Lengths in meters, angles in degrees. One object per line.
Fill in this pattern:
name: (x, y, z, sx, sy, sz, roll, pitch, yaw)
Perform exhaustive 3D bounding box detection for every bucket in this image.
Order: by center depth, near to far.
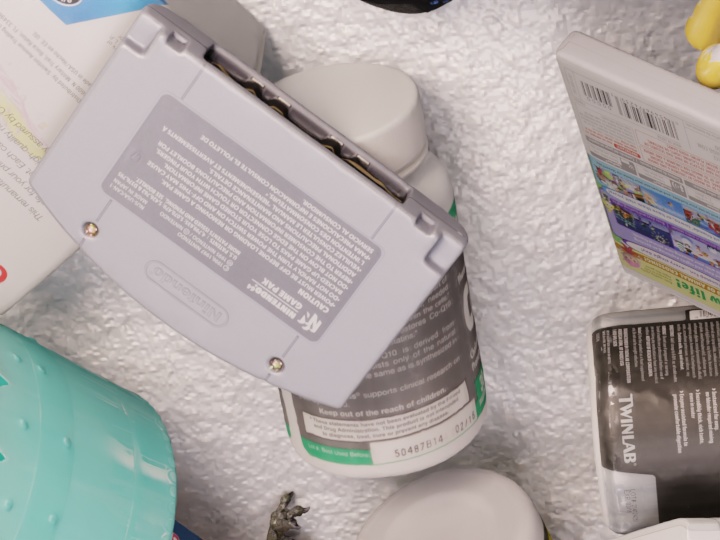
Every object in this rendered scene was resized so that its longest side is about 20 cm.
bucket: (-0.205, 0.129, 1.613, 0.134, 0.208, 0.207, 23, 121, -37)

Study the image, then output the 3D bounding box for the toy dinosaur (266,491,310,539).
toy dinosaur: (-0.023, 0.181, 1.730, 0.199, 0.048, 0.088, 12, 126, 0)

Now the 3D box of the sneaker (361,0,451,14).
sneaker: (0.056, -0.167, 1.485, 0.199, 0.112, 0.074, 6, 84, 25)

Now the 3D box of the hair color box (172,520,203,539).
hair color box: (-0.088, 0.216, 1.709, 0.200, 0.061, 0.100, 38, 140, -27)

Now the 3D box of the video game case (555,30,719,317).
video game case: (0.197, -0.024, 1.499, 0.199, 0.022, 0.182, 27, 155, 34)

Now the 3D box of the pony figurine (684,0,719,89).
pony figurine: (0.217, -0.183, 1.447, 0.166, 0.194, 0.200, 14, 139, -1)

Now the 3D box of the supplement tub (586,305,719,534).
supplement tub: (0.225, 0.076, 1.612, 0.199, 0.123, 0.123, -4, 119, 6)

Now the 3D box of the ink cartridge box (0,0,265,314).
ink cartridge box: (-0.170, -0.095, 1.556, 0.200, 0.085, 0.144, -40, 110, 21)

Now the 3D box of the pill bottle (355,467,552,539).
pill bottle: (0.078, 0.215, 1.683, 0.112, 0.113, 0.200, -17, 129, 12)

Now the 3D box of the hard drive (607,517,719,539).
hard drive: (0.234, 0.156, 1.630, 0.199, 0.027, 0.132, 3, 166, -23)

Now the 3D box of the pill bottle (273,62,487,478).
pill bottle: (0.000, 0.000, 1.585, 0.112, 0.113, 0.201, -7, 120, 7)

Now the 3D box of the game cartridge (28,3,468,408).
game cartridge: (-0.061, -0.026, 1.503, 0.200, 0.040, 0.134, 37, 112, -3)
